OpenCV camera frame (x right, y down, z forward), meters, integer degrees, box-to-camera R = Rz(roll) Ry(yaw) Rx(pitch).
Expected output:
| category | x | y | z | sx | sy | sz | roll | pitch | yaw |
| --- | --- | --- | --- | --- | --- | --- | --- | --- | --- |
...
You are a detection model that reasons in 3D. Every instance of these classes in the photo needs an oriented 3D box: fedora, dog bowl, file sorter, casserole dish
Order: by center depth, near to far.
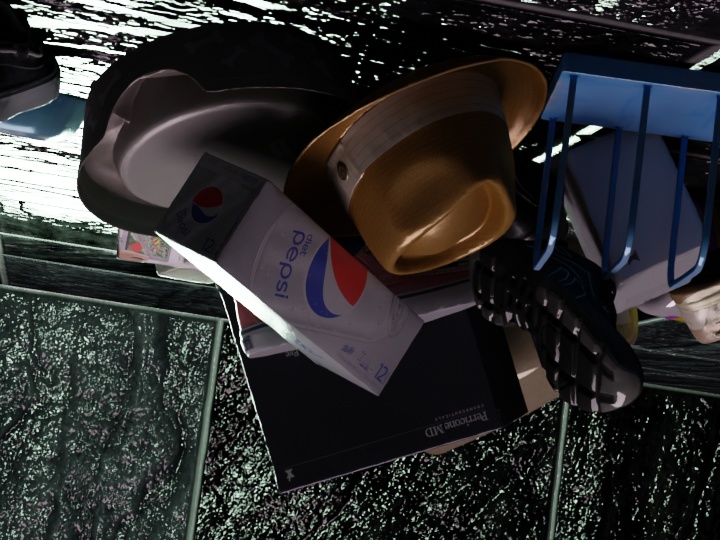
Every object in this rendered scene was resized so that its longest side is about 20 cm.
| category | x | y | z | sx | sy | sz | roll | pitch | yaw |
| --- | --- | --- | --- | --- | --- | --- | --- | --- | --- |
| file sorter | 0.215 | -0.053 | 1.139 | 0.198 | 0.124 | 0.139 | 7 | 173 | 1 |
| fedora | 0.047 | -0.055 | 1.144 | 0.199 | 0.082 | 0.201 | -21 | 158 | -9 |
| dog bowl | -0.090 | -0.092 | 1.160 | 0.198 | 0.059 | 0.200 | -10 | 157 | -4 |
| casserole dish | -0.264 | -0.122 | 1.311 | 0.120 | 0.039 | 0.200 | 11 | -177 | -5 |

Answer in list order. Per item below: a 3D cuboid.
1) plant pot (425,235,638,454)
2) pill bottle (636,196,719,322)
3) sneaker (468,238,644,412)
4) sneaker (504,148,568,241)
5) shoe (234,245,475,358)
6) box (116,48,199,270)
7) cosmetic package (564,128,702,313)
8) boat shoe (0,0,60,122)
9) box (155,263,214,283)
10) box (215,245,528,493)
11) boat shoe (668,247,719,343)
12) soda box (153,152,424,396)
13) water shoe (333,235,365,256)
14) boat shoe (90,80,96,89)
| category | x | y | z | sx | sy | sz | roll | pitch | yaw |
| --- | --- | --- | --- | --- | --- | --- | --- | --- | --- |
| plant pot | 0.133 | 0.045 | 1.538 | 0.198 | 0.189 | 0.187 | -17 | 162 | 25 |
| pill bottle | 0.331 | 0.002 | 1.518 | 0.198 | 0.105 | 0.104 | 12 | 172 | -27 |
| sneaker | 0.146 | 0.025 | 1.206 | 0.079 | 0.076 | 0.200 | -11 | -148 | -20 |
| sneaker | 0.106 | -0.072 | 1.346 | 0.104 | 0.060 | 0.200 | 48 | -169 | -18 |
| shoe | 0.000 | 0.000 | 1.320 | 0.198 | 0.092 | 0.071 | -11 | 172 | -14 |
| box | -0.123 | -0.074 | 1.301 | 0.109 | 0.035 | 0.201 | 8 | 142 | -3 |
| cosmetic package | 0.200 | -0.036 | 1.309 | 0.071 | 0.102 | 0.200 | -23 | 171 | 3 |
| boat shoe | -0.238 | -0.143 | 1.145 | 0.071 | 0.068 | 0.200 | 13 | -165 | 4 |
| box | -0.071 | -0.051 | 1.430 | 0.199 | 0.069 | 0.082 | -18 | 166 | 27 |
| box | 0.010 | 0.062 | 1.438 | 0.198 | 0.184 | 0.104 | -17 | 176 | 17 |
| boat shoe | 0.343 | 0.000 | 1.388 | 0.199 | 0.065 | 0.072 | -24 | -159 | 22 |
| soda box | -0.043 | 0.006 | 1.164 | 0.068 | 0.064 | 0.200 | 24 | 168 | 43 |
| water shoe | -0.010 | -0.055 | 1.263 | 0.071 | 0.200 | 0.079 | 43 | 142 | 7 |
| boat shoe | -0.159 | -0.099 | 1.406 | 0.071 | 0.066 | 0.200 | 7 | 172 | 18 |
